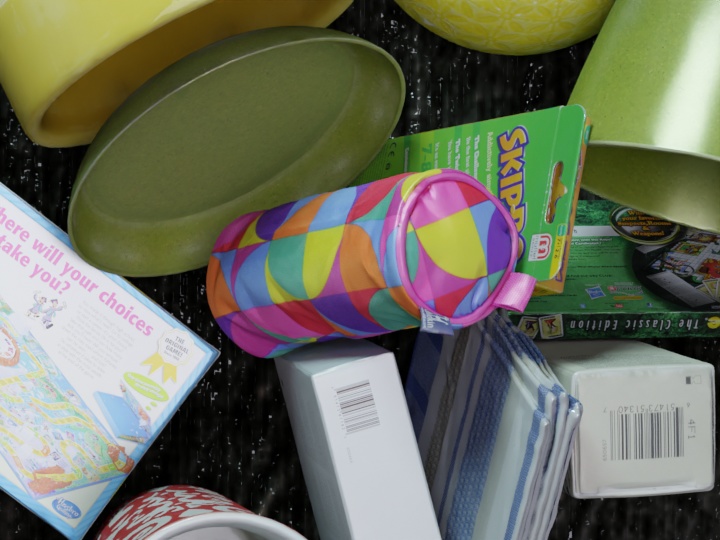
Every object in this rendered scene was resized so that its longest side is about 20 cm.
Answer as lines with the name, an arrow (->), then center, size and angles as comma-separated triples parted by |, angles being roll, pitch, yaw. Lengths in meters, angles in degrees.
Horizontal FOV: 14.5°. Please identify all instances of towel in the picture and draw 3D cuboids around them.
towel -> 0.064, 0.090, 1.508 | 0.024, 0.200, 0.148 | 5, 112, -19

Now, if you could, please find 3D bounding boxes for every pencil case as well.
pencil case -> 0.000, 0.000, 1.483 | 0.088, 0.200, 0.089 | 3, 85, -35

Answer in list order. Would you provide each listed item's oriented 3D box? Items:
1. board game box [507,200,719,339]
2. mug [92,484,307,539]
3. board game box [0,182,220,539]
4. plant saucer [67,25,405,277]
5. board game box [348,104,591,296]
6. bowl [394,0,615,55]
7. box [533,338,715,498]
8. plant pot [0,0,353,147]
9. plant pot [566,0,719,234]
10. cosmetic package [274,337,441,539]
board game box -> 0.164, -0.002, 1.591 | 0.199, 0.105, 0.024 | 0, 131, -10
mug -> -0.092, 0.201, 1.502 | 0.133, 0.200, 0.179 | 13, 92, -11
board game box -> -0.196, 0.037, 1.557 | 0.200, 0.034, 0.135 | 38, 86, -10
plant saucer -> -0.071, -0.069, 1.512 | 0.199, 0.200, 0.031 | -26, 66, -8
board game box -> 0.055, -0.030, 1.512 | 0.030, 0.200, 0.096 | 18, 75, -31
bowl -> 0.099, -0.220, 1.560 | 0.199, 0.108, 0.202 | 0, 93, -11
box -> 0.125, 0.075, 1.535 | 0.082, 0.200, 0.069 | -2, 94, -10
plant pot -> -0.125, -0.193, 1.487 | 0.200, 0.201, 0.190 | -26, 82, -8
plant pot -> 0.214, -0.134, 1.529 | 0.186, 0.187, 0.201 | 16, 81, -11
cosmetic package -> 0.007, 0.139, 1.542 | 0.051, 0.151, 0.201 | -15, 96, -11
